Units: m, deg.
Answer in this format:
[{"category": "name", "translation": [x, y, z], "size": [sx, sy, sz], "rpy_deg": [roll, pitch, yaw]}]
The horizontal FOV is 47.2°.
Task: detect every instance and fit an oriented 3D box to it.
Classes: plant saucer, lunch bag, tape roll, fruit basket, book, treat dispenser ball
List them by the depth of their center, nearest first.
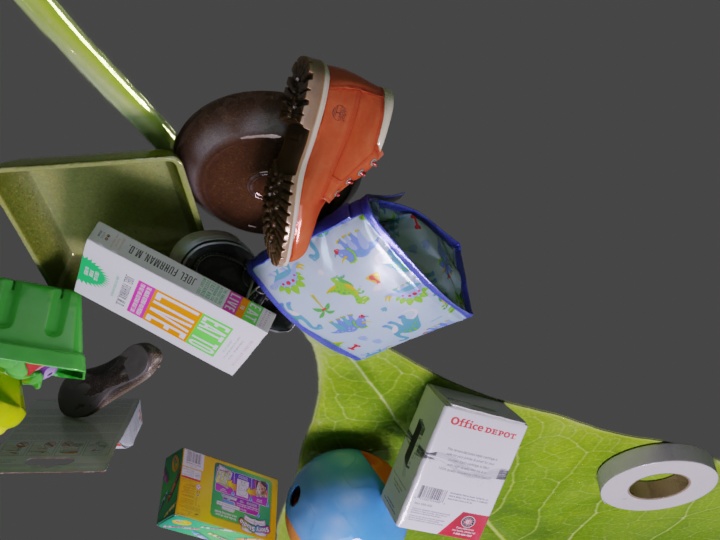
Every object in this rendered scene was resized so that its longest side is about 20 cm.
[{"category": "plant saucer", "translation": [-0.097, -0.098, 0.865], "size": [0.200, 0.037, 0.200], "rpy_deg": [0, 140, 0]}, {"category": "book", "translation": [-0.200, 0.030, 0.880], "size": [0.200, 0.048, 0.134], "rpy_deg": [28, 150, -10]}, {"category": "plant saucer", "translation": [-0.268, -0.060, 0.895], "size": [0.200, 0.048, 0.200], "rpy_deg": [-4, 141, 2]}, {"category": "lunch bag", "translation": [0.000, 0.000, 0.916], "size": [0.170, 0.128, 0.200], "rpy_deg": [-27, 144, 28]}, {"category": "fruit basket", "translation": [-0.400, 0.120, 0.953], "size": [0.155, 0.216, 0.216], "rpy_deg": [12, 139, -16]}, {"category": "treat dispenser ball", "translation": [-0.022, 0.389, 1.326], "size": [0.201, 0.201, 0.201], "rpy_deg": [-1, 141, -1]}, {"category": "tape roll", "translation": [0.518, 0.364, 1.445], "size": [0.203, 0.037, 0.203], "rpy_deg": [-1, 141, -1]}]

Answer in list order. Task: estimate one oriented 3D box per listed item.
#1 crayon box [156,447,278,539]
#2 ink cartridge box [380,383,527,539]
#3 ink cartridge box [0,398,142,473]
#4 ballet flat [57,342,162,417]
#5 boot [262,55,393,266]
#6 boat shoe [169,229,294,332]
[{"category": "crayon box", "translation": [-0.234, 0.388, 1.383], "size": [0.200, 0.119, 0.058], "rpy_deg": [29, 132, -31]}, {"category": "ink cartridge box", "translation": [0.138, 0.284, 1.224], "size": [0.144, 0.084, 0.200], "rpy_deg": [17, 101, -21]}, {"category": "ink cartridge box", "translation": [-0.404, 0.242, 1.147], "size": [0.162, 0.200, 0.050], "rpy_deg": [0, 111, -2]}, {"category": "ballet flat", "translation": [-0.347, 0.152, 1.149], "size": [0.200, 0.067, 0.046], "rpy_deg": [-30, 165, 26]}, {"category": "boot", "translation": [-0.031, -0.093, 0.793], "size": [0.107, 0.075, 0.200], "rpy_deg": [8, 107, -29]}, {"category": "boat shoe", "translation": [-0.129, 0.016, 0.923], "size": [0.072, 0.071, 0.200], "rpy_deg": [-48, 146, 6]}]
